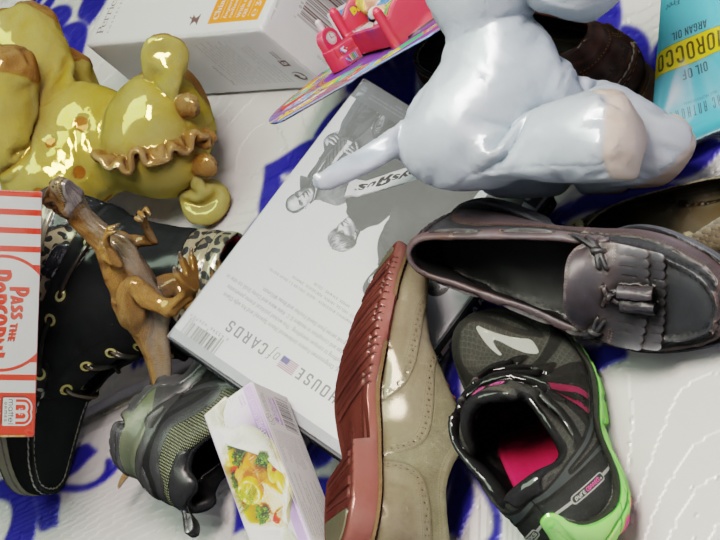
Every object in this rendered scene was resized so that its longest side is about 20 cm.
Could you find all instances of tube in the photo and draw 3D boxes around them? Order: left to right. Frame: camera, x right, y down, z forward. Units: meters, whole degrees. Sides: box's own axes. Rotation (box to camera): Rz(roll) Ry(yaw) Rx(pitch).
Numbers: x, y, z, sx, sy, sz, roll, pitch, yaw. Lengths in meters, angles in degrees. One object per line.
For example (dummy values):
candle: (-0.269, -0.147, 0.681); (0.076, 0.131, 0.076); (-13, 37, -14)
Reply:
tube: (0.202, -0.159, 1.589); (0.077, 0.050, 0.201); (-27, 47, 42)

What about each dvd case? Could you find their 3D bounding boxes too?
dvd case: (0.000, 0.000, 1.622); (0.150, 0.025, 0.200); (33, 81, 26)

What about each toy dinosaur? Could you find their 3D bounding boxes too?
toy dinosaur: (-0.131, 0.025, 1.697); (0.106, 0.201, 0.060); (-13, 13, 32)

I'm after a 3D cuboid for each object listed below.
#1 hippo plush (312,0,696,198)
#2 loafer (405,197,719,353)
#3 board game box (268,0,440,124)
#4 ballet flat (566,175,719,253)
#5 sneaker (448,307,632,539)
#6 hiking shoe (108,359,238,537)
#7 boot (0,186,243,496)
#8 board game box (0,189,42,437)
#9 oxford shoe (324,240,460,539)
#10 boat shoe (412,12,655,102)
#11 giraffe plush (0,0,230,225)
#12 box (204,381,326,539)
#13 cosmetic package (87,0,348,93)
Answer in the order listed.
hippo plush: (0.086, -0.125, 1.526); (0.198, 0.159, 0.162); (-2, 88, 13)
loafer: (0.113, 0.008, 1.486); (0.199, 0.063, 0.072); (15, 111, 38)
board game box: (0.015, -0.163, 1.731); (0.199, 0.039, 0.158); (-28, 10, 31)
ballet flat: (0.171, -0.025, 1.501); (0.199, 0.046, 0.068); (-12, 50, 42)
sneaker: (0.088, 0.075, 1.471); (0.077, 0.084, 0.200); (-42, 33, 12)
hiking shoe: (-0.057, 0.070, 1.666); (0.200, 0.076, 0.101); (-49, 56, 1)
boot: (-0.154, 0.056, 1.760); (0.153, 0.073, 0.205); (10, 94, 26)
board game box: (-0.257, 0.024, 1.748); (0.200, 0.046, 0.153); (-175, 87, -65)
oxford shoe: (0.026, 0.079, 1.542); (0.071, 0.074, 0.201); (125, 155, -60)
boat shoe: (0.095, -0.134, 1.660); (0.199, 0.070, 0.071); (8, 67, 52)
giraffe plush: (-0.170, -0.096, 1.865); (0.161, 0.173, 0.201); (-13, 44, 19)
box: (-0.035, 0.156, 1.528); (0.039, 0.041, 0.201); (-35, 58, 20)
cosmetic package: (-0.091, -0.185, 1.908); (0.199, 0.071, 0.102); (0, 60, 48)
